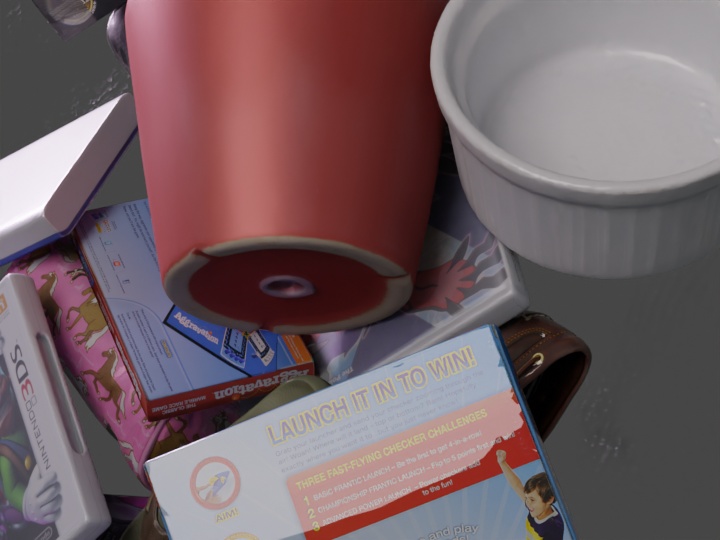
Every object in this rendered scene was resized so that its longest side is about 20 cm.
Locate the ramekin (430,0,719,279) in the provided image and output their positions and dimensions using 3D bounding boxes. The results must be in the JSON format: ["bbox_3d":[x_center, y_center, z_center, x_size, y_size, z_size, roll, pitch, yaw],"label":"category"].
[{"bbox_3d":[0.141,-0.091,0.954,0.199,0.098,0.201,-3,53,4],"label":"ramekin"}]

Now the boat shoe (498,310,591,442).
[{"bbox_3d":[0.056,0.111,0.969,0.070,0.070,0.201,28,84,41],"label":"boat shoe"}]

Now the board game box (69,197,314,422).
[{"bbox_3d":[-0.109,0.014,1.059,0.102,0.020,0.200,-14,39,-16],"label":"board game box"}]

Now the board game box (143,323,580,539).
[{"bbox_3d":[0.015,0.156,0.878,0.199,0.056,0.197,-22,79,7],"label":"board game box"}]

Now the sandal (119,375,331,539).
[{"bbox_3d":[-0.091,0.133,0.985,0.201,0.057,0.080,-50,54,14],"label":"sandal"}]

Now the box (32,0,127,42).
[{"bbox_3d":[-0.144,-0.255,1.197,0.161,0.049,0.200,-28,27,15],"label":"box"}]

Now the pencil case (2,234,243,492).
[{"bbox_3d":[-0.154,0.059,1.096,0.200,0.086,0.083,42,108,38],"label":"pencil case"}]

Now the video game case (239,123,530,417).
[{"bbox_3d":[0.000,0.000,1.042,0.200,0.023,0.183,-33,44,21],"label":"video game case"}]

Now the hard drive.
[{"bbox_3d":[-0.244,-0.042,1.169,0.199,0.025,0.132,-21,30,38],"label":"hard drive"}]

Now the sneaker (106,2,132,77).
[{"bbox_3d":[-0.118,-0.143,1.167,0.074,0.087,0.200,-50,54,2],"label":"sneaker"}]

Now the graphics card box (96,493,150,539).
[{"bbox_3d":[-0.103,0.203,1.034,0.199,0.051,0.126,0,70,30],"label":"graphics card box"}]

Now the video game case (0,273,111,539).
[{"bbox_3d":[-0.243,0.132,1.062,0.200,0.023,0.182,-43,54,28],"label":"video game case"}]

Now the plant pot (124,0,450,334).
[{"bbox_3d":[-0.040,-0.069,0.982,0.200,0.200,0.178,-11,65,25],"label":"plant pot"}]
